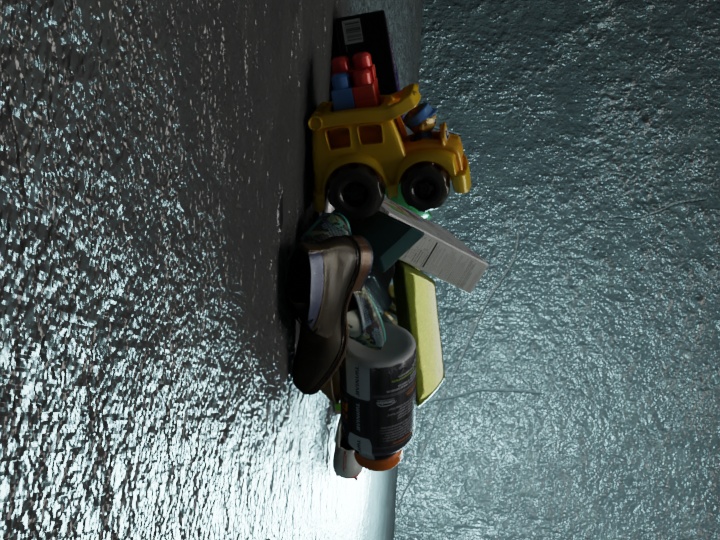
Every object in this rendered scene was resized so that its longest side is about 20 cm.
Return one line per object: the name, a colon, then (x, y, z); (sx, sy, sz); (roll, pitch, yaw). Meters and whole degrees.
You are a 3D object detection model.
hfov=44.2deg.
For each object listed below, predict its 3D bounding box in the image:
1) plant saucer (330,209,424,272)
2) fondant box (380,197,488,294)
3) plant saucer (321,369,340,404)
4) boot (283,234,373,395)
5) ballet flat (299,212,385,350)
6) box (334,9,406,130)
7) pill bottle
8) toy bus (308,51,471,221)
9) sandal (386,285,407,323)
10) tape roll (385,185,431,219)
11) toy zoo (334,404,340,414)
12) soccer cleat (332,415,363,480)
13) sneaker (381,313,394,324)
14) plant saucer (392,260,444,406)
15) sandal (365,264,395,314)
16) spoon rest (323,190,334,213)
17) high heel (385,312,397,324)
plant saucer: (0.006, -0.051, 1.117); (0.019, 0.070, 0.200); (52, -10, -27)
fondant box: (0.078, -0.050, 1.346); (0.058, 0.200, 0.144); (-58, -150, 10)
plant saucer: (-0.042, 0.083, 1.224); (0.200, 0.035, 0.201); (3, 90, -83)
boot: (-0.061, 0.051, 1.004); (0.097, 0.075, 0.201); (1, 111, -50)
ballet flat: (-0.027, 0.026, 1.092); (0.074, 0.074, 0.201); (-75, 149, -61)
box: (0.021, -0.257, 1.305); (0.141, 0.079, 0.201); (57, 24, -83)
pill bottle: (0.024, 0.180, 1.223); (0.106, 0.106, 0.201); (-77, 168, -59)
toy bus: (0.031, -0.174, 1.103); (0.136, 0.199, 0.193); (-74, 157, -69)
sandal: (0.058, 0.047, 1.475); (0.054, 0.200, 0.080); (-49, 148, -2)
tape roll: (0.054, -0.168, 1.508); (0.201, 0.048, 0.201); (60, 9, -15)
toy zoo: (-0.029, 0.116, 1.420); (0.131, 0.020, 0.201); (-80, 171, -49)
soccer cleat: (-0.006, 0.256, 1.483); (0.200, 0.068, 0.085); (-73, 169, -49)
sneaker: (0.016, 0.080, 1.380); (0.200, 0.075, 0.089); (-87, 167, -75)
plant saucer: (0.086, 0.081, 1.318); (0.200, 0.048, 0.201); (-127, -150, -84)
sandal: (0.004, 0.018, 1.205); (0.048, 0.075, 0.201); (54, -13, 19)
spoon rest: (-0.026, -0.104, 1.263); (0.100, 0.060, 0.201); (85, -3, -55)
high heel: (0.061, 0.109, 1.516); (0.072, 0.142, 0.200); (88, -4, -48)
